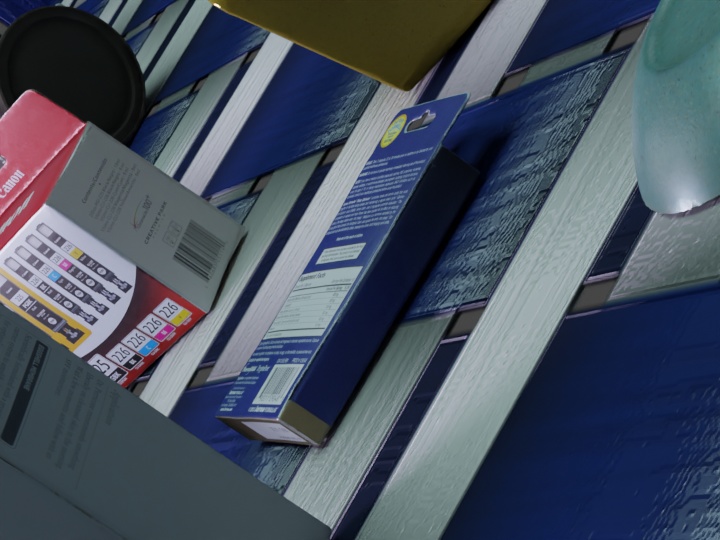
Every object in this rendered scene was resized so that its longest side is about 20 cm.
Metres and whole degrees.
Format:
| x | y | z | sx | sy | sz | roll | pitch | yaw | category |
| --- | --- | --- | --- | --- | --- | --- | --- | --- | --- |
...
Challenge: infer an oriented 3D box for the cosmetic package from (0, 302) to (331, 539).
| x | y | z | sx | sy | sz | roll | pitch | yaw | category |
| --- | --- | --- | --- | --- | --- | --- | --- | --- | --- |
| -0.151 | 0.160 | 1.276 | 0.200 | 0.200 | 0.123 | -49 | 13 | 22 | cosmetic package |

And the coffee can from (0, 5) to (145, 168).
| x | y | z | sx | sy | sz | roll | pitch | yaw | category |
| --- | --- | --- | --- | --- | --- | --- | --- | --- | --- |
| -0.302 | -0.134 | 2.565 | 0.200 | 0.146 | 0.147 | -37 | 23 | 54 | coffee can |

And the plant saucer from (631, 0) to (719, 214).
| x | y | z | sx | sy | sz | roll | pitch | yaw | category |
| --- | --- | --- | --- | --- | --- | --- | --- | --- | --- |
| 0.167 | -0.117 | 1.175 | 0.201 | 0.039 | 0.201 | -52 | 14 | 18 | plant saucer |

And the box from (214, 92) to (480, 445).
| x | y | z | sx | sy | sz | roll | pitch | yaw | category |
| --- | --- | --- | --- | --- | --- | --- | --- | --- | --- |
| 0.000 | 0.000 | 1.480 | 0.201 | 0.032 | 0.121 | -60 | 15 | -11 | box |

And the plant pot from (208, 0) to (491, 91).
| x | y | z | sx | sy | sz | roll | pitch | yaw | category |
| --- | --- | --- | --- | --- | --- | --- | --- | --- | --- |
| 0.000 | -0.223 | 1.698 | 0.200 | 0.199 | 0.177 | -114 | 48 | -74 | plant pot |

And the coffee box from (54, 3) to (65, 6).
| x | y | z | sx | sy | sz | roll | pitch | yaw | category |
| --- | --- | --- | --- | --- | --- | --- | --- | --- | --- |
| -0.331 | -0.170 | 2.877 | 0.114 | 0.080 | 0.200 | -47 | 16 | 31 | coffee box |

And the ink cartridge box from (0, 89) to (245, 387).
| x | y | z | sx | sy | sz | roll | pitch | yaw | category |
| --- | --- | --- | --- | --- | --- | --- | --- | --- | --- |
| -0.207 | -0.003 | 1.887 | 0.200 | 0.175 | 0.084 | -42 | 19 | 46 | ink cartridge box |
